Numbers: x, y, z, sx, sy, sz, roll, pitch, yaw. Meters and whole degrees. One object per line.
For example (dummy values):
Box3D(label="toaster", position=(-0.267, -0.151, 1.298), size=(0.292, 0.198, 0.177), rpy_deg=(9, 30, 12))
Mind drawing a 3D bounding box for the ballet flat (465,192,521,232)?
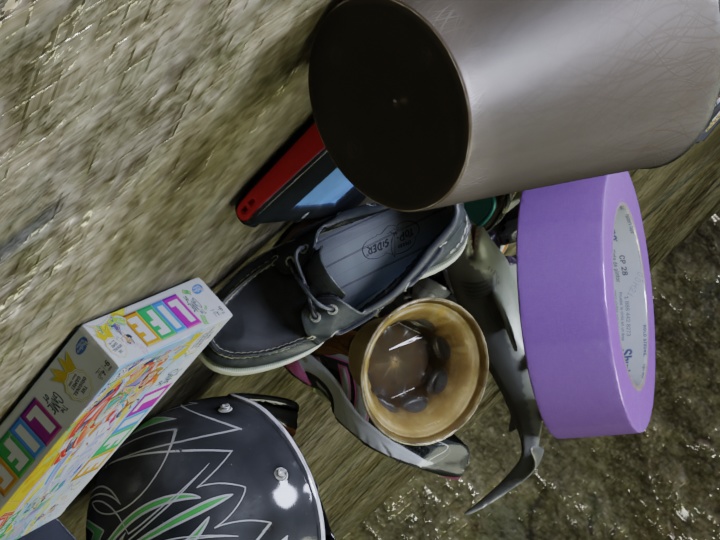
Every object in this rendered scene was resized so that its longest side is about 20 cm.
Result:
Box3D(label="ballet flat", position=(0.107, -0.081, 1.541), size=(0.075, 0.068, 0.200), rpy_deg=(-17, 154, -35))

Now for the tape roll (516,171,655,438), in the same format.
Box3D(label="tape roll", position=(0.168, 0.021, 1.511), size=(0.065, 0.202, 0.200), rpy_deg=(-5, -178, 18))

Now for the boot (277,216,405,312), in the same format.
Box3D(label="boot", position=(0.000, 0.000, 1.445), size=(0.074, 0.075, 0.200), rpy_deg=(-47, 171, 11))

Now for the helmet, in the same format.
Box3D(label="helmet", position=(-0.102, 0.183, 1.481), size=(0.200, 0.200, 0.190), rpy_deg=(-46, 162, 15))

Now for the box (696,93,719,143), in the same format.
Box3D(label="box", position=(0.286, -0.176, 1.541), size=(0.200, 0.050, 0.198), rpy_deg=(-49, 170, 18))

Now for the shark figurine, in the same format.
Box3D(label="shark figurine", position=(0.093, 0.070, 1.528), size=(0.089, 0.216, 0.128), rpy_deg=(-18, 168, 23))

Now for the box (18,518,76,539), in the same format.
Box3D(label="box", position=(-0.273, 0.295, 1.451), size=(0.200, 0.123, 0.199), rpy_deg=(-39, 168, -27))

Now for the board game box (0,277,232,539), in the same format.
Box3D(label="board game box", position=(-0.176, 0.095, 1.243), size=(0.200, 0.034, 0.134), rpy_deg=(-49, 170, 27))

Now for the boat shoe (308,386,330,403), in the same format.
Box3D(label="boat shoe", position=(-0.009, 0.077, 1.773), size=(0.073, 0.063, 0.201), rpy_deg=(-40, 170, -19))

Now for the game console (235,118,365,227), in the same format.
Box3D(label="game console", position=(0.018, -0.091, 1.255), size=(0.177, 0.031, 0.200), rpy_deg=(-46, 170, 14))

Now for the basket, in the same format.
Box3D(label="basket", position=(0.080, -0.112, 1.086), size=(0.136, 0.181, 0.199), rpy_deg=(6, -157, 45))

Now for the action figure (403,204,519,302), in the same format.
Box3D(label="action figure", position=(0.108, -0.035, 1.627), size=(0.200, 0.130, 0.069), rpy_deg=(-47, 147, -10))

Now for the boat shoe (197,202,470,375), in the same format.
Box3D(label="boat shoe", position=(-0.016, 0.002, 1.310), size=(0.198, 0.075, 0.066), rpy_deg=(-22, 169, -12))

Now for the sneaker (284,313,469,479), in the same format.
Box3D(label="sneaker", position=(0.015, 0.078, 1.574), size=(0.080, 0.200, 0.087), rpy_deg=(20, 106, -54))

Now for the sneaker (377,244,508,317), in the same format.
Box3D(label="sneaker", position=(0.066, 0.007, 1.743), size=(0.201, 0.078, 0.079), rpy_deg=(-60, 170, 23))

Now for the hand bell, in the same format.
Box3D(label="hand bell", position=(-0.002, 0.057, 1.508), size=(0.104, 0.104, 0.200), rpy_deg=(-40, -156, -18))
